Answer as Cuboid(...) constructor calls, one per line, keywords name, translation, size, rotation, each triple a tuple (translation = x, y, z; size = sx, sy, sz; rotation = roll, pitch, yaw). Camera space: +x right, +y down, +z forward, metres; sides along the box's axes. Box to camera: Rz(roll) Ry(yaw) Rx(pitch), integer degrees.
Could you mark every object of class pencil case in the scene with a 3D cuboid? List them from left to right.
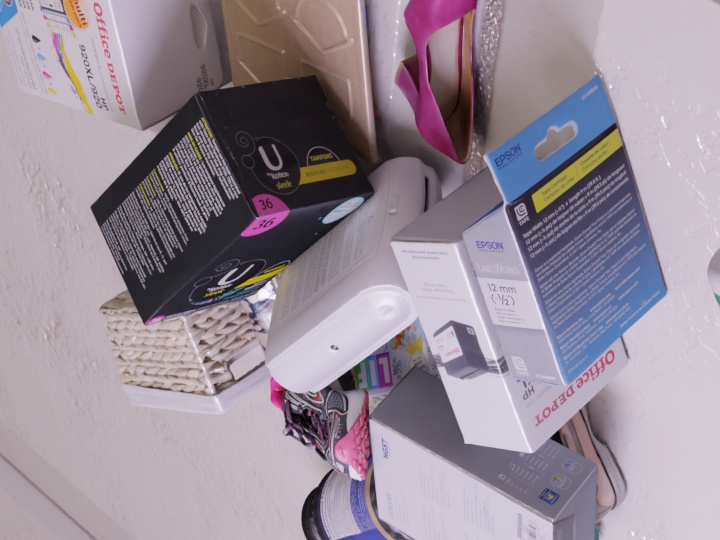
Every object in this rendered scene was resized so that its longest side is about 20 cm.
Cuboid(name="pencil case", translation=(-0.089, 0.028, 1.737), size=(0.201, 0.077, 0.089), rotation=(64, 171, -12))

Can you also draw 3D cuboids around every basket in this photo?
Cuboid(name="basket", translation=(-0.181, 0.069, 1.841), size=(0.199, 0.135, 0.124), rotation=(-1, 116, 52))

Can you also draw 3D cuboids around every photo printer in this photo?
Cuboid(name="photo printer", translation=(0.000, 0.000, 1.509), size=(0.069, 0.168, 0.200), rotation=(30, 136, -23))

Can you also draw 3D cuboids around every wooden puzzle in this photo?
Cuboid(name="wooden puzzle", translation=(-0.052, -0.209, 1.519), size=(0.184, 0.046, 0.201), rotation=(28, 143, 35))

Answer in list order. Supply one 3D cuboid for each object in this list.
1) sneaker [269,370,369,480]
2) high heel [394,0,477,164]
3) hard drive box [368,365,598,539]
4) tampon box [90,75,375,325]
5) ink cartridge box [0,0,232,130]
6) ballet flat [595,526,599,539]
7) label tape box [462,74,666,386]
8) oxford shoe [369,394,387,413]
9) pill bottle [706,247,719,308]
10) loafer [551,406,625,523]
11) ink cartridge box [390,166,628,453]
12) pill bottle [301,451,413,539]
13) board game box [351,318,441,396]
Cuboid(name="sneaker", translation=(-0.035, 0.142, 1.557), size=(0.200, 0.074, 0.082), rotation=(-138, 49, -73))
Cuboid(name="high heel", translation=(0.077, -0.168, 1.360), size=(0.096, 0.067, 0.200), rotation=(55, 153, 17))
Cuboid(name="hard drive box", translation=(0.110, 0.200, 1.509), size=(0.199, 0.077, 0.157), rotation=(27, 144, 27))
Cuboid(name="tampon box", translation=(-0.117, -0.063, 1.496), size=(0.200, 0.149, 0.127), rotation=(-39, 74, 43))
Cuboid(name="ink cartridge box", translation=(-0.236, -0.247, 1.619), size=(0.199, 0.144, 0.148), rotation=(20, 133, 40))
Cuboid(name="ballet flat", translation=(0.156, 0.195, 1.596), size=(0.201, 0.067, 0.062), rotation=(60, 156, -8))
Cuboid(name="label tape box", translation=(0.154, -0.032, 1.321), size=(0.066, 0.143, 0.202), rotation=(3, 122, 49))
Cuboid(name="oxford shoe", translation=(0.072, 0.096, 1.625), size=(0.201, 0.057, 0.076), rotation=(-57, 42, 41))
Cuboid(name="pill bottle", translation=(0.336, 0.066, 1.210), size=(0.112, 0.112, 0.201), rotation=(-5, 115, 53))
Cuboid(name="loafer", translation=(0.171, 0.145, 1.530), size=(0.201, 0.063, 0.072), rotation=(58, 147, -6))
Cuboid(name="ink cartridge box", translation=(0.129, 0.028, 1.406), size=(0.083, 0.145, 0.202), rotation=(4, 123, 48))
Cuboid(name="pill bottle", translation=(0.018, 0.249, 1.772), size=(0.112, 0.112, 0.200), rotation=(56, 147, -2))
Cuboid(name="board game box", translation=(0.015, 0.053, 1.622), size=(0.199, 0.034, 0.136), rotation=(-19, 79, 56))
